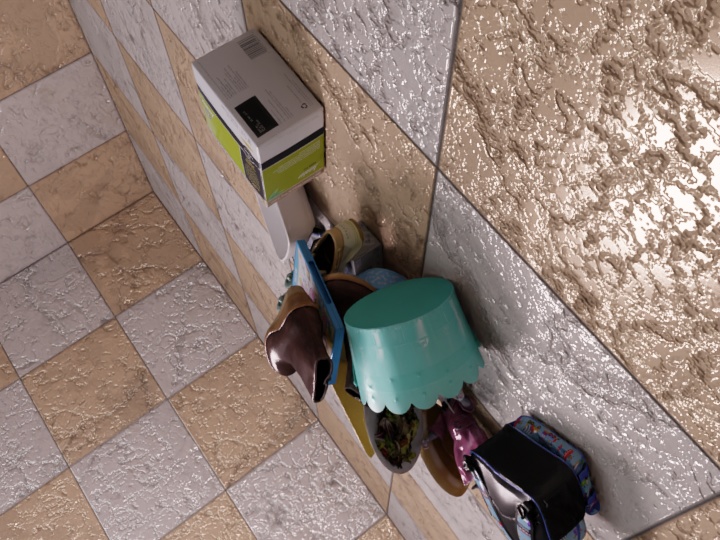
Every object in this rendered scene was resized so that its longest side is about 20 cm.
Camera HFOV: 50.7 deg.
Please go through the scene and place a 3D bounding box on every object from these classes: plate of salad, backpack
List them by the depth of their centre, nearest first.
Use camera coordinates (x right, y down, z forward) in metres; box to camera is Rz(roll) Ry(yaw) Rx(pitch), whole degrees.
[{"bbox_3d":[0.272,0.351,1.158,0.182,0.134,0.202,28,148,58],"label":"backpack"},{"bbox_3d":[0.069,0.254,1.342,0.048,0.201,0.202,-15,114,30],"label":"plate of salad"}]

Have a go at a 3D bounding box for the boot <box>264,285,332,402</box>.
[{"bbox_3d":[-0.098,0.145,1.208,0.167,0.071,0.202,-114,28,-42],"label":"boot"}]

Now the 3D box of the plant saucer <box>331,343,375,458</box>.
[{"bbox_3d":[0.009,0.209,1.402,0.202,0.048,0.200,65,-165,-11],"label":"plant saucer"}]

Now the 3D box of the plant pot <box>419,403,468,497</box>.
[{"bbox_3d":[0.164,0.340,1.487,0.200,0.027,0.201,46,-155,-28],"label":"plant pot"}]

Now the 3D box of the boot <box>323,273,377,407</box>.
[{"bbox_3d":[-0.003,0.116,1.250,0.072,0.168,0.200,-14,139,35],"label":"boot"}]

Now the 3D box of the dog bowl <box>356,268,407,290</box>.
[{"bbox_3d":[0.016,0.054,1.360,0.111,0.050,0.199,32,148,-22],"label":"dog bowl"}]

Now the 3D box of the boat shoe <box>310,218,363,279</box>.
[{"bbox_3d":[-0.064,-0.013,1.322,0.074,0.066,0.201,54,138,24],"label":"boat shoe"}]

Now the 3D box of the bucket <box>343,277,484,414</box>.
[{"bbox_3d":[0.076,0.107,1.161,0.207,0.205,0.136,20,131,64],"label":"bucket"}]

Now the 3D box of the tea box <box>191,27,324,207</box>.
[{"bbox_3d":[-0.169,-0.256,1.296,0.201,0.133,0.197,52,163,17],"label":"tea box"}]

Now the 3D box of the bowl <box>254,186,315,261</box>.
[{"bbox_3d":[-0.155,-0.130,1.554,0.200,0.074,0.202,145,106,-73],"label":"bowl"}]

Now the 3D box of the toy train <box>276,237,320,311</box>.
[{"bbox_3d":[-0.090,0.023,1.482,0.085,0.202,0.113,37,143,-27],"label":"toy train"}]

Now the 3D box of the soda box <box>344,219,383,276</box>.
[{"bbox_3d":[0.000,0.000,1.417,0.068,0.063,0.201,48,162,28],"label":"soda box"}]

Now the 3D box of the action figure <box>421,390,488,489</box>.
[{"bbox_3d":[0.196,0.287,1.394,0.134,0.148,0.202,-44,58,33],"label":"action figure"}]

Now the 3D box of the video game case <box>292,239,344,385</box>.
[{"bbox_3d":[-0.074,0.068,1.263,0.144,0.018,0.201,100,152,-46],"label":"video game case"}]

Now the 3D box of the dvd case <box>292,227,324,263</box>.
[{"bbox_3d":[-0.102,-0.011,1.683,0.142,0.017,0.202,18,133,47],"label":"dvd case"}]
